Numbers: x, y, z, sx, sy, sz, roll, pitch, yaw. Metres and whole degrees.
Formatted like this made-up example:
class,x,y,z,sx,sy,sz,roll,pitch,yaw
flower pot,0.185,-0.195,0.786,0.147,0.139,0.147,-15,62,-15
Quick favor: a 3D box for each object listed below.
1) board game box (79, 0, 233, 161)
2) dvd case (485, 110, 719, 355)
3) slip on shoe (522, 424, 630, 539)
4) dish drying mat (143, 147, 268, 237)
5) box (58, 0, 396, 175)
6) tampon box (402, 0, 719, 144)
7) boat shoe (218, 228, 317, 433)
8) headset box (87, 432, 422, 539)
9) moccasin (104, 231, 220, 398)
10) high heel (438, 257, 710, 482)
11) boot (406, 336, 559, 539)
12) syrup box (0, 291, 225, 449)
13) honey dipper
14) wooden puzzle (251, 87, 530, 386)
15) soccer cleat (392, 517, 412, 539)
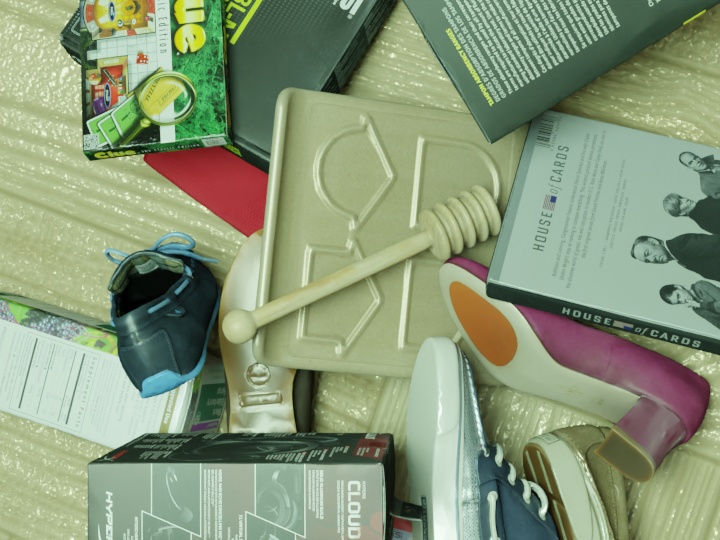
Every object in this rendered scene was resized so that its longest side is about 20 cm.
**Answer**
class,x,y,z,sx,sy,sz,roll,pitch,yaw
board game box,-0.146,-0.180,0.903,0.103,0.023,0.203,-6,75,2
dvd case,0.194,-0.025,0.844,0.198,0.025,0.152,14,59,10
slip on shoe,0.164,0.205,0.871,0.060,0.076,0.202,-13,85,-19
dish drying mat,-0.070,-0.061,0.965,0.199,0.018,0.077,35,95,13
box,-0.086,-0.196,0.934,0.192,0.048,0.201,30,80,15
tampon box,0.131,-0.201,0.833,0.199,0.150,0.127,-30,108,12
boat shoe,-0.066,0.070,0.930,0.069,0.070,0.203,5,91,4
headset box,-0.059,0.148,0.821,0.197,0.149,0.078,1,90,3
moccasin,-0.136,0.013,0.889,0.080,0.200,0.069,-26,112,-2
high heel,0.145,0.049,0.874,0.200,0.096,0.068,45,142,6
boot,0.083,0.145,0.856,0.089,0.073,0.203,0,89,-15
syrup box,-0.205,0.079,0.962,0.198,0.079,0.082,15,91,15
honey dipper,0.000,0.000,0.845,0.198,0.038,0.038,-26,81,-13
wooden puzzle,0.024,-0.021,0.893,0.198,0.046,0.188,6,89,-19
soccer cleat,-0.006,0.198,0.919,0.198,0.067,0.077,12,69,17
